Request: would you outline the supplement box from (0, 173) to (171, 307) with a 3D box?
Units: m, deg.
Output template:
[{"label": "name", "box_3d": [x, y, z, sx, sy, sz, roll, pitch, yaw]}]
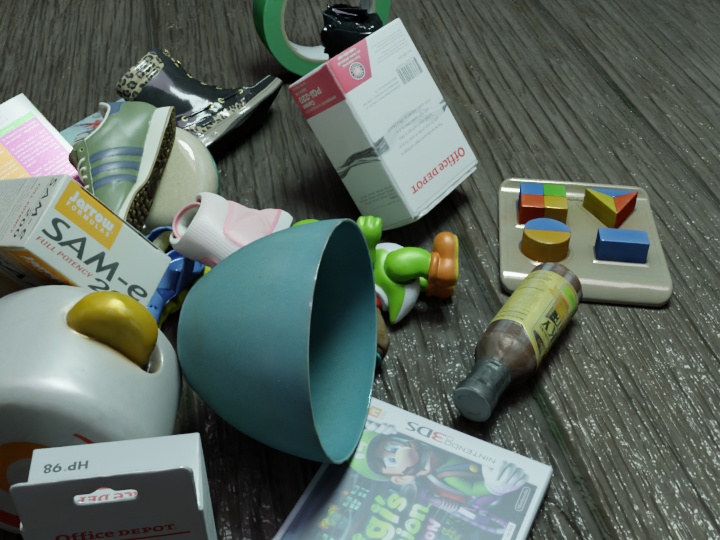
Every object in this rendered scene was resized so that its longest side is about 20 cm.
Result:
[{"label": "supplement box", "box_3d": [-0.282, -0.016, 0.786, 0.199, 0.126, 0.074, 2, 59, 42]}]

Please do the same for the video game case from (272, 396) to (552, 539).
[{"label": "video game case", "box_3d": [0.042, 0.205, 0.732, 0.181, 0.023, 0.200, 18, 43, 20]}]

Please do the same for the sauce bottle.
[{"label": "sauce bottle", "box_3d": [0.153, 0.069, 0.866, 0.065, 0.065, 0.200, 23, 46, 24]}]

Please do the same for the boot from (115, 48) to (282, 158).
[{"label": "boot", "box_3d": [-0.209, -0.235, 1.172, 0.150, 0.073, 0.200, 40, 55, 2]}]

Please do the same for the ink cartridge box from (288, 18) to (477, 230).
[{"label": "ink cartridge box", "box_3d": [0.031, -0.166, 1.036, 0.085, 0.200, 0.146, -19, 17, 50]}]

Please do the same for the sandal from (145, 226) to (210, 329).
[{"label": "sandal", "box_3d": [-0.222, 0.024, 0.893, 0.079, 0.087, 0.200, 17, 44, 15]}]

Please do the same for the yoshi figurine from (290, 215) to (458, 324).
[{"label": "yoshi figurine", "box_3d": [-0.001, -0.016, 0.939, 0.199, 0.113, 0.112, -3, 24, -1]}]

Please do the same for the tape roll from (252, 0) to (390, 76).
[{"label": "tape roll", "box_3d": [-0.055, -0.379, 1.285, 0.200, 0.201, 0.048, -16, 44, -20]}]

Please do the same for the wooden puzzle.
[{"label": "wooden puzzle", "box_3d": [0.252, -0.047, 1.017, 0.184, 0.046, 0.200, 5, 40, 4]}]

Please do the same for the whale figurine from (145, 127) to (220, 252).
[{"label": "whale figurine", "box_3d": [-0.257, -0.083, 1.020, 0.199, 0.104, 0.160, -24, 81, 2]}]

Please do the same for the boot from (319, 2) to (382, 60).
[{"label": "boot", "box_3d": [0.006, -0.235, 1.141, 0.076, 0.169, 0.200, -18, 44, -21]}]

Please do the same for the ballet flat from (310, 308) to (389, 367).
[{"label": "ballet flat", "box_3d": [-0.069, 0.049, 0.874, 0.199, 0.068, 0.073, 5, 55, 2]}]

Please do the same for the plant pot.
[{"label": "plant pot", "box_3d": [-0.074, 0.056, 0.752, 0.134, 0.201, 0.200, 1, 39, 16]}]

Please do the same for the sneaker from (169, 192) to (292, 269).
[{"label": "sneaker", "box_3d": [-0.132, -0.043, 0.910, 0.104, 0.076, 0.200, 30, 11, -7]}]

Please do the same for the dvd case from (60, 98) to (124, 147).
[{"label": "dvd case", "box_3d": [-0.320, -0.166, 1.165, 0.146, 0.022, 0.200, 25, 44, 25]}]

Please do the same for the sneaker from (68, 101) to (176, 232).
[{"label": "sneaker", "box_3d": [-0.260, -0.095, 0.917, 0.089, 0.067, 0.201, 13, 61, 0]}]

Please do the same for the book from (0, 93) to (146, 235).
[{"label": "book", "box_3d": [-0.342, -0.075, 0.932, 0.134, 0.048, 0.200, -41, 85, -22]}]

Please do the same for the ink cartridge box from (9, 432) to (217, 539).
[{"label": "ink cartridge box", "box_3d": [-0.161, 0.181, 0.618, 0.115, 0.201, 0.067, -5, 39, -7]}]

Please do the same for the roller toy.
[{"label": "roller toy", "box_3d": [-0.240, 0.108, 0.712, 0.182, 0.201, 0.140, -3, 39, 5]}]
